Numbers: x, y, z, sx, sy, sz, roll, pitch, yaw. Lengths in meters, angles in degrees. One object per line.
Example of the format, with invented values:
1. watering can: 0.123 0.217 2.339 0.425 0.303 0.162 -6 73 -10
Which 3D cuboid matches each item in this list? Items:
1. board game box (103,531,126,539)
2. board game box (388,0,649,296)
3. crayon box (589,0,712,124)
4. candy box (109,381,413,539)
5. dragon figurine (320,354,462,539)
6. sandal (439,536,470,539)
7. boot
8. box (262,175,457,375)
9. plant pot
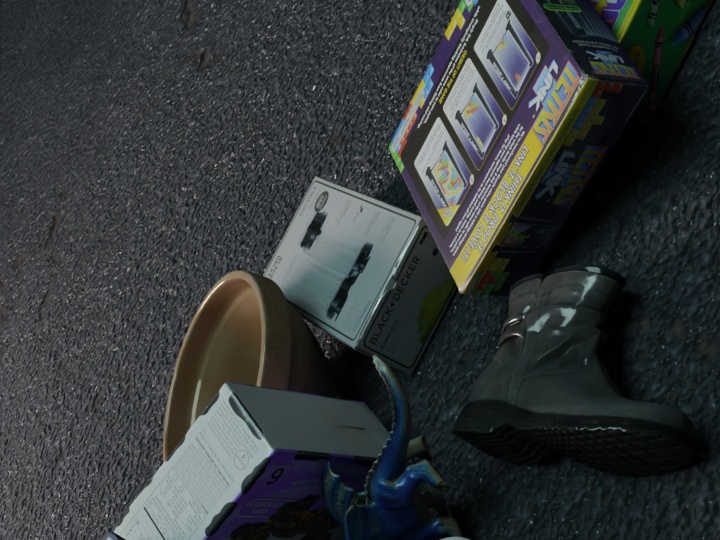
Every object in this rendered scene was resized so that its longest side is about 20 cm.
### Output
1. board game box: -0.135 0.278 0.920 0.200 0.032 0.120 38 80 29
2. board game box: 0.105 -0.109 1.020 0.200 0.056 0.166 -62 38 38
3. crayon box: 0.201 -0.213 1.040 0.201 0.058 0.119 -63 29 -1
4. candy box: -0.083 0.184 1.037 0.200 0.167 0.072 -52 56 17
5. dragon figurine: 0.009 0.158 0.954 0.099 0.201 0.059 -20 37 -5
6. sandal: 0.002 0.249 0.900 0.206 0.079 0.059 -35 -8 9
7. boot: 0.143 0.055 0.906 0.200 0.070 0.132 0 60 53
8. box: 0.000 0.000 1.176 0.117 0.060 0.200 -63 29 -2
9. plant pot: -0.083 0.107 1.167 0.201 0.092 0.202 -40 42 50
